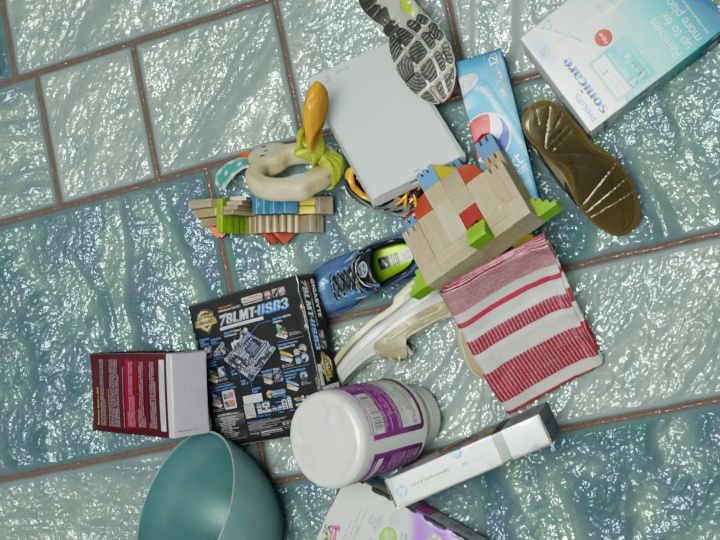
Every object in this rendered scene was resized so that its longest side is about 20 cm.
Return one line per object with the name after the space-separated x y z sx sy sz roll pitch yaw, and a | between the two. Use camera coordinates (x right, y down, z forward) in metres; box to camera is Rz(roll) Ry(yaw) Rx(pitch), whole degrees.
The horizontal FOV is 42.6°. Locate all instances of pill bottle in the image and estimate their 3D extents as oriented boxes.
0.014 0.192 1.127 0.111 0.199 0.114 0 90 35 | pill bottle

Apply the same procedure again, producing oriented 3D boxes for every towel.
0.200 0.070 1.122 0.143 0.023 0.201 -28 114 5 | towel

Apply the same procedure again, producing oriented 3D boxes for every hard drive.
0.031 -0.191 1.181 0.131 0.026 0.202 -25 66 -7 | hard drive

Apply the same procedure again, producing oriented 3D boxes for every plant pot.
-0.179 0.327 1.202 0.199 0.134 0.202 -29 46 34 | plant pot

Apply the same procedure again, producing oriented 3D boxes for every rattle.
-0.122 -0.169 1.185 0.199 0.144 0.130 24 63 41 | rattle

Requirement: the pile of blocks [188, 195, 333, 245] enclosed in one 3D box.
-0.134 -0.065 1.239 0.197 0.082 0.063 -2 88 14 | pile of blocks

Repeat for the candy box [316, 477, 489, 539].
0.040 0.374 1.172 0.198 0.071 0.170 25 91 21 | candy box

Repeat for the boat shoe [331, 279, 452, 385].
0.042 0.086 1.194 0.200 0.075 0.069 -45 81 14 | boat shoe

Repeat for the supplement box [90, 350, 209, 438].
-0.286 0.163 1.241 0.198 0.060 0.111 -4 88 43 | supplement box

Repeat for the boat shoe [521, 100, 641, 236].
0.273 -0.131 1.144 0.073 0.065 0.201 -37 99 11 | boat shoe

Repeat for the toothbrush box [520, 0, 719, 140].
0.317 -0.281 1.126 0.199 0.085 0.147 -36 81 12 | toothbrush box

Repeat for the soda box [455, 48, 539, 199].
0.175 -0.169 1.168 0.063 0.068 0.203 -15 85 13 | soda box

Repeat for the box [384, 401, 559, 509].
0.140 0.223 1.124 0.198 0.156 0.042 -27 81 13 | box

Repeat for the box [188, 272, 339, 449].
-0.127 0.122 1.223 0.198 0.049 0.201 -16 84 32 | box

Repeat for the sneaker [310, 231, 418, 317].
0.000 0.000 1.199 0.198 0.089 0.079 -26 82 13 | sneaker

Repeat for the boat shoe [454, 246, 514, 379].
0.165 0.038 1.153 0.071 0.065 0.203 1 92 -24 | boat shoe

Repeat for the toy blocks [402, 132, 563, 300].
0.120 -0.075 1.103 0.199 0.100 0.138 -37 63 21 | toy blocks

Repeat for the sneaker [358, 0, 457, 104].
0.075 -0.299 1.185 0.077 0.085 0.202 -34 70 23 | sneaker

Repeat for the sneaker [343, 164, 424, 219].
0.066 -0.096 1.191 0.197 0.077 0.079 12 90 13 | sneaker
